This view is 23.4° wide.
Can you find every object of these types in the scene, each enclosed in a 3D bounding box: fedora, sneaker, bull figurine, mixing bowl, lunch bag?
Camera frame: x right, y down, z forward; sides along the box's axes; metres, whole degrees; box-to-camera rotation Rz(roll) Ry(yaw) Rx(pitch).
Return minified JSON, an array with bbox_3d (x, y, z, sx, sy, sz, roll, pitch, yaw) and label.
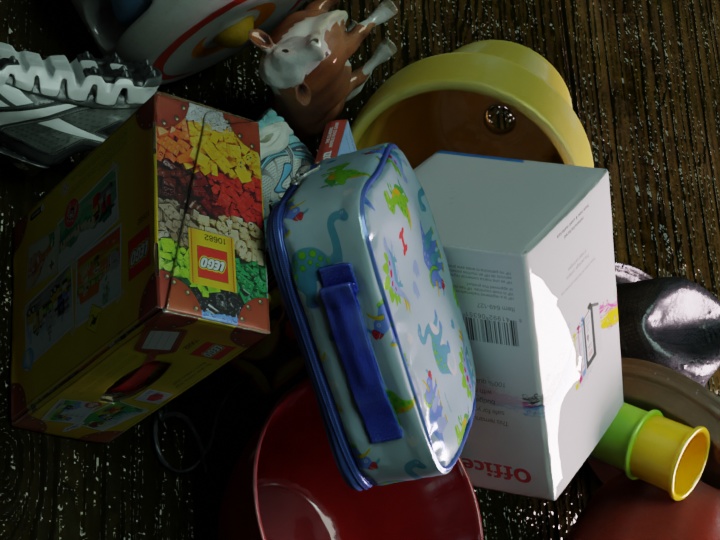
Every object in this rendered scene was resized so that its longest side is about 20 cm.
[{"bbox_3d":[0.266,0.063,1.537,0.200,0.091,0.202,21,56,-34],"label":"fedora"},{"bbox_3d":[-0.237,-0.107,1.172,0.199,0.091,0.067,6,22,-19],"label":"sneaker"},{"bbox_3d":[-0.030,-0.162,1.309,0.121,0.200,0.065,-42,83,-12],"label":"bull figurine"},{"bbox_3d":[-0.023,0.181,1.191,0.199,0.108,0.201,22,54,-34],"label":"mixing bowl"},{"bbox_3d":[0.008,0.028,1.109,0.161,0.082,0.201,-63,137,-66],"label":"lunch bag"},{"bbox_3d":[-0.065,-0.051,1.234,0.086,0.078,0.200,40,26,-8],"label":"sneaker"}]

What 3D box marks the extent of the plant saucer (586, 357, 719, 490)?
[{"bbox_3d":[0.252,0.154,1.408,0.200,0.200,0.029,50,60,-10],"label":"plant saucer"}]

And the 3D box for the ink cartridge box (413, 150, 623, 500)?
[{"bbox_3d":[0.096,0.038,1.265,0.145,0.146,0.201,-42,132,-48],"label":"ink cartridge box"}]

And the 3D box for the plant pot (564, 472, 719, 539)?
[{"bbox_3d":[0.215,0.263,1.326,0.201,0.200,0.195,51,35,-9],"label":"plant pot"}]

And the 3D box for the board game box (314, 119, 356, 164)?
[{"bbox_3d":[0.000,0.000,1.289,0.103,0.019,0.201,-78,156,-51],"label":"board game box"}]

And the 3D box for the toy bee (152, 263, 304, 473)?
[{"bbox_3d":[-0.055,0.053,1.232,0.131,0.108,0.201,30,51,-31],"label":"toy bee"}]

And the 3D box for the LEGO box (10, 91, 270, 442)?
[{"bbox_3d":[-0.145,0.003,1.103,0.077,0.200,0.150,14,59,-34],"label":"LEGO box"}]

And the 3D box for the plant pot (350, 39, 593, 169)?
[{"bbox_3d":[0.097,-0.094,1.404,0.201,0.200,0.189,49,30,-12],"label":"plant pot"}]

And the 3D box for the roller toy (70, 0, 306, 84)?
[{"bbox_3d":[-0.121,-0.223,1.261,0.140,0.182,0.200,59,3,4],"label":"roller toy"}]

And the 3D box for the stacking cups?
[{"bbox_3d":[0.171,0.115,1.360,0.060,0.199,0.061,-35,136,-43],"label":"stacking cups"}]
